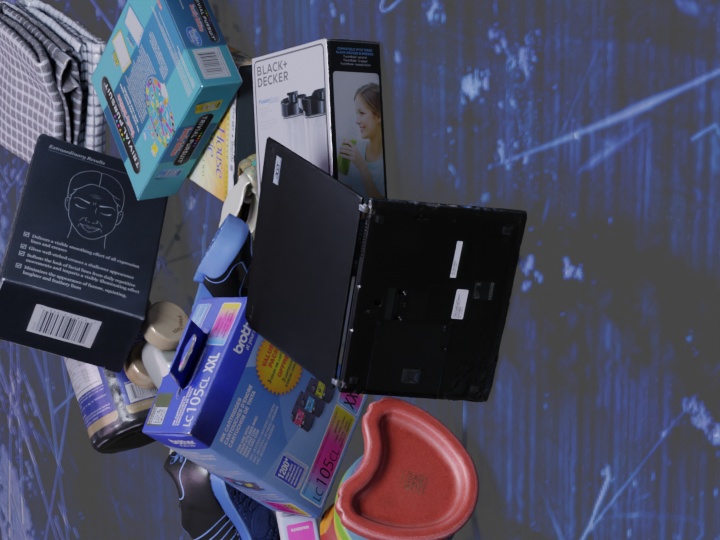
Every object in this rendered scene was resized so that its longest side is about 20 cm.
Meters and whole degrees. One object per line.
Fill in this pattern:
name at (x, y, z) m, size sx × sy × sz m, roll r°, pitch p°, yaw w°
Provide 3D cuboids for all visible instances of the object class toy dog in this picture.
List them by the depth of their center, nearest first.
toy dog at (-0.157, 0.119, 1.733) m, size 0.132 × 0.096 × 0.201 m, roll -23°, pitch 93°, yaw 50°

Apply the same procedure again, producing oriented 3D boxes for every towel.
towel at (-0.367, -0.207, 1.937) m, size 0.200 × 0.085 × 0.166 m, roll 37°, pitch 130°, yaw 46°

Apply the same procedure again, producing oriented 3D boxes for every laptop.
laptop at (0.015, 0.001, 1.362) m, size 0.103 × 0.199 × 0.178 m, roll -100°, pitch 17°, yaw -59°

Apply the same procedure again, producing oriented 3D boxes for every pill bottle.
pill bottle at (-0.270, 0.090, 1.854) m, size 0.112 × 0.111 × 0.201 m, roll -41°, pitch 65°, yaw 54°

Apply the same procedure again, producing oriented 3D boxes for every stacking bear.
stacking bear at (0.021, 0.211, 1.448) m, size 0.200 × 0.113 × 0.122 m, roll 120°, pitch 172°, yaw -60°

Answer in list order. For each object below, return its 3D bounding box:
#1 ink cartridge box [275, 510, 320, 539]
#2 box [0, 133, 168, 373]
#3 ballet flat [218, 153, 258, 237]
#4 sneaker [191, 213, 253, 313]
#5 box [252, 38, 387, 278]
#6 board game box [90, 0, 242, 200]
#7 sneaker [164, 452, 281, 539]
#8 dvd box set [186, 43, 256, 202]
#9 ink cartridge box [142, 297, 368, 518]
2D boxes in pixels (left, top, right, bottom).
ink cartridge box at (-0.047, 0.319, 1.606) m, size 0.119 × 0.042 × 0.201 m, roll -167°, pitch 69°, yaw -84°
box at (-0.290, -0.018, 1.743) m, size 0.107 × 0.148 × 0.201 m, roll 122°, pitch 160°, yaw -48°
ballet flat at (-0.107, -0.028, 1.608) m, size 0.071 × 0.070 × 0.201 m, roll 49°, pitch 137°, yaw 38°
sneaker at (-0.104, 0.011, 1.522) m, size 0.078 × 0.070 × 0.200 m, roll 27°, pitch 162°, yaw 2°
box at (-0.035, -0.091, 1.448) m, size 0.116 × 0.060 × 0.201 m, roll -3°, pitch 88°, yaw 53°
board game box at (-0.193, -0.187, 1.650) m, size 0.200 × 0.047 × 0.152 m, roll -51°, pitch 56°, yaw 51°
sneaker at (-0.131, 0.256, 1.669) m, size 0.078 × 0.070 × 0.201 m, roll 0°, pitch 120°, yaw 29°
dvd box set at (-0.162, -0.163, 1.683) m, size 0.200 × 0.029 × 0.147 m, roll 34°, pitch 127°, yaw 49°
ink cartridge box at (-0.099, 0.113, 1.475) m, size 0.076 × 0.200 × 0.137 m, roll -4°, pitch 57°, yaw 48°
